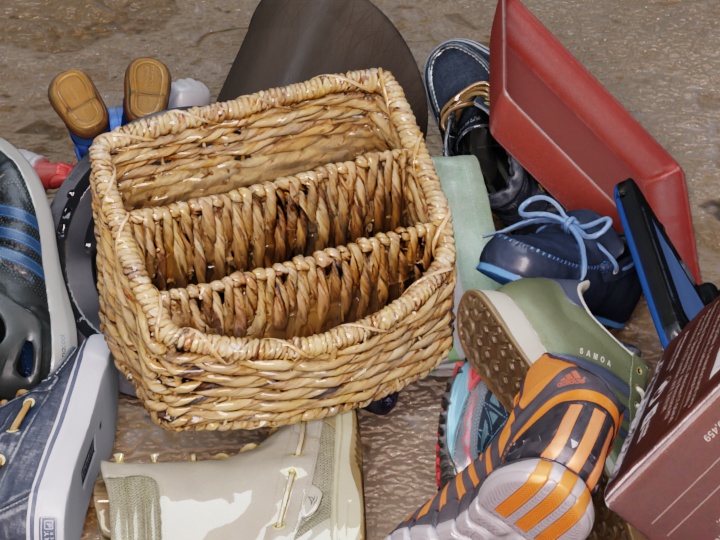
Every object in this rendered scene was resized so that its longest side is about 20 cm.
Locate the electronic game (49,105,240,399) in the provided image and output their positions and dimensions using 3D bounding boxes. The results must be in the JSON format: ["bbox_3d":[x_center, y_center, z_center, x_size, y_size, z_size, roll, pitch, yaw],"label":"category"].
[{"bbox_3d":[-0.116,-0.012,1.684,0.200,0.200,0.042,6,-14,18],"label":"electronic game"}]

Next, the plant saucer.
[{"bbox_3d":[0.155,-0.085,1.806,0.037,0.200,0.200,-39,19,20],"label":"plant saucer"}]

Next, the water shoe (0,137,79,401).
[{"bbox_3d":[-0.240,-0.007,1.671,0.079,0.072,0.200,2,54,-38],"label":"water shoe"}]

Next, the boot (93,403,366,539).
[{"bbox_3d":[-0.077,0.121,1.501,0.154,0.072,0.200,-1,31,-4],"label":"boot"}]

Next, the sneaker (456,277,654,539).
[{"bbox_3d":[0.140,0.082,1.488,0.090,0.067,0.200,-15,61,-30],"label":"sneaker"}]

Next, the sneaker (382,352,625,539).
[{"bbox_3d":[0.084,0.117,1.383,0.078,0.200,0.112,38,52,-10],"label":"sneaker"}]

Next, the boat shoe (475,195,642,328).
[{"bbox_3d":[0.129,-0.012,1.649,0.084,0.069,0.200,28,6,19],"label":"boat shoe"}]

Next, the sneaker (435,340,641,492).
[{"bbox_3d":[0.111,0.082,1.555,0.095,0.079,0.200,11,31,23],"label":"sneaker"}]

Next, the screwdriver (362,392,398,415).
[{"bbox_3d":[-0.049,0.048,1.690,0.200,0.028,0.029,26,11,39],"label":"screwdriver"}]

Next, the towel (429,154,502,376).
[{"bbox_3d":[0.000,0.000,1.638,0.200,0.023,0.153,-4,70,-23],"label":"towel"}]

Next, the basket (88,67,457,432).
[{"bbox_3d":[-0.045,-0.007,1.497,0.200,0.149,0.143,-13,39,-20],"label":"basket"}]

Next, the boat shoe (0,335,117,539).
[{"bbox_3d":[-0.201,0.099,1.548,0.091,0.071,0.200,4,30,5],"label":"boat shoe"}]

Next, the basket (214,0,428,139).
[{"bbox_3d":[-0.049,-0.078,1.810,0.136,0.180,0.200,-2,34,24],"label":"basket"}]

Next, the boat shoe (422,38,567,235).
[{"bbox_3d":[0.085,-0.107,1.836,0.071,0.091,0.200,-38,52,12],"label":"boat shoe"}]

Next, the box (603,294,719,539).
[{"bbox_3d":[0.263,0.091,1.332,0.200,0.164,0.166,39,32,-3],"label":"box"}]

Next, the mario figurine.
[{"bbox_3d":[-0.180,-0.095,1.826,0.123,0.200,0.106,23,66,4],"label":"mario figurine"}]

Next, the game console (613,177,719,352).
[{"bbox_3d":[0.254,0.029,1.594,0.118,0.171,0.200,-28,30,11],"label":"game console"}]
